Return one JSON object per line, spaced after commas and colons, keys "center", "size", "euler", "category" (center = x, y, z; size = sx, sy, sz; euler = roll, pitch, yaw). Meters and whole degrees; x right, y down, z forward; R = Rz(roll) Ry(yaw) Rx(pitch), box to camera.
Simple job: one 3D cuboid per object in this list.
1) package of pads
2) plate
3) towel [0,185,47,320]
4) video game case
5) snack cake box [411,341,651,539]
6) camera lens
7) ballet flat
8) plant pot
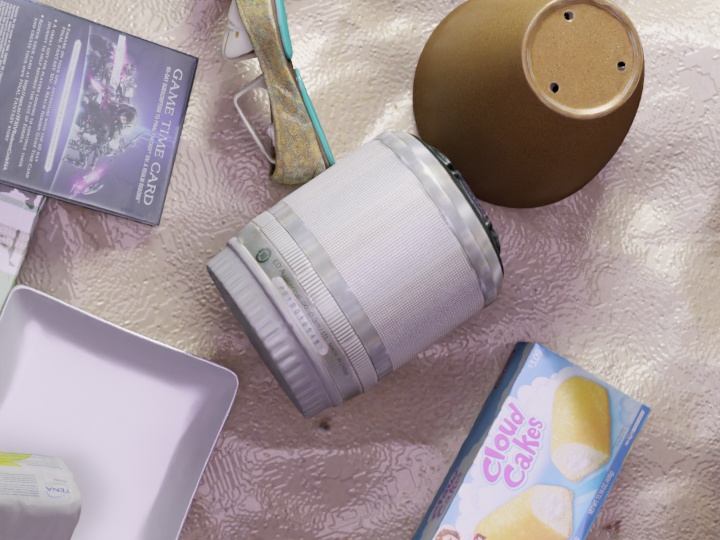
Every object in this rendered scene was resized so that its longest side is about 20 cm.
{"center": [-0.305, 0.225, 1.152], "size": [0.154, 0.068, 0.201], "euler": [9, 117, -37], "category": "package of pads"}
{"center": [-0.221, 0.139, 1.244], "size": [0.198, 0.032, 0.201], "euler": [22, 84, -2], "category": "plate"}
{"center": [-0.321, -0.076, 1.251], "size": [0.148, 0.031, 0.202], "euler": [20, 87, -4], "category": "towel"}
{"center": [-0.234, -0.129, 1.230], "size": [0.199, 0.019, 0.144], "euler": [16, 85, -30], "category": "video game case"}
{"center": [0.137, 0.172, 1.280], "size": [0.114, 0.067, 0.201], "euler": [29, 84, -6], "category": "snack cake box"}
{"center": [0.000, 0.000, 1.221], "size": [0.199, 0.160, 0.161], "euler": [-34, 92, -8], "category": "camera lens"}
{"center": [-0.076, -0.161, 1.249], "size": [0.070, 0.071, 0.202], "euler": [-20, 110, -8], "category": "ballet flat"}
{"center": [0.146, -0.151, 1.230], "size": [0.184, 0.200, 0.188], "euler": [0, 87, -7], "category": "plant pot"}
